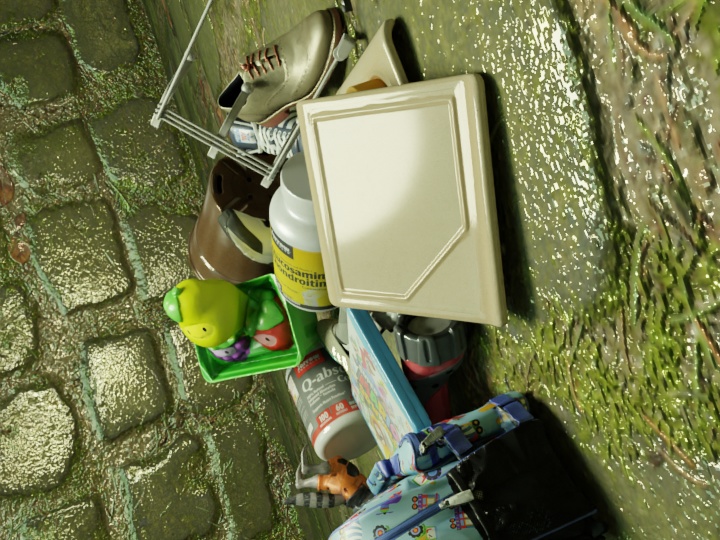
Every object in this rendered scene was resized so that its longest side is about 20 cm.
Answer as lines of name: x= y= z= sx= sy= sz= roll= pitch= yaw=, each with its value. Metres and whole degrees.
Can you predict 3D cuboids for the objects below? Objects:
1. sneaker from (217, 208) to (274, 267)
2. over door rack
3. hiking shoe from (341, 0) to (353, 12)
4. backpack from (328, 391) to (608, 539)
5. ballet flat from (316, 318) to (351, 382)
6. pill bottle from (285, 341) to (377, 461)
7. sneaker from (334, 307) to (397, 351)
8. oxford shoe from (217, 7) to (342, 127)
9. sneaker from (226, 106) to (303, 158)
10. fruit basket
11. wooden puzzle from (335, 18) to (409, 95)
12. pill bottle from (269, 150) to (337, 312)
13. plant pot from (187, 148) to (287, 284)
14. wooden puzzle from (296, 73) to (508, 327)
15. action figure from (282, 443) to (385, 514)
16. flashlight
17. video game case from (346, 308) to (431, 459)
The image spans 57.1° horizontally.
sneaker: x=-0.112 y=-0.046 z=0.914 sx=0.200 sy=0.080 sz=0.074 roll=29 pitch=-161 yaw=-50
over door rack: x=-0.111 y=-0.198 z=0.680 sx=0.200 sy=0.148 sz=0.067 roll=-52 pitch=18 yaw=35
hiking shoe: x=-0.057 y=-0.319 z=0.586 sx=0.101 sy=0.076 sz=0.200 roll=103 pitch=145 yaw=-55
backpack: x=0.058 y=0.205 z=0.522 sx=0.135 sy=0.200 sz=0.183 roll=61 pitch=162 yaw=26
ballet flat: x=0.001 y=0.114 z=0.915 sx=0.200 sy=0.067 sz=0.062 roll=51 pitch=126 yaw=45
pill bottle: x=-0.048 y=0.182 z=1.019 sx=0.116 sy=0.116 sz=0.200 roll=89 pitch=157 yaw=-45
sneaker: x=0.007 y=0.031 z=0.711 sx=0.079 sy=0.074 sz=0.200 roll=40 pitch=155 yaw=0
oxford shoe: x=-0.091 y=-0.218 z=0.727 sx=0.200 sy=0.075 sz=0.071 roll=-33 pitch=64 yaw=49
sneaker: x=-0.106 y=-0.171 z=0.851 sx=0.200 sy=0.108 sz=0.070 roll=-127 pitch=24 yaw=-50
fruit basket: x=-0.185 y=0.079 z=0.954 sx=0.216 sy=0.215 sz=0.156 roll=162 pitch=93 yaw=-74
wooden puzzle: x=0.017 y=-0.103 z=0.622 sx=0.185 sy=0.046 sz=0.200 roll=162 pitch=90 yaw=-75
pill bottle: x=-0.051 y=-0.046 z=0.794 sx=0.200 sy=0.112 sz=0.112 roll=94 pitch=153 yaw=-54
plant pot: x=-0.169 y=-0.078 z=1.047 sx=0.200 sy=0.200 sz=0.198 roll=67 pitch=156 yaw=20
wooden puzzle: x=0.031 y=-0.054 z=0.537 sx=0.200 sy=0.037 sz=0.185 roll=6 pitch=111 yaw=45
action figure: x=-0.004 y=0.325 z=0.929 sx=0.200 sy=0.193 sz=0.105 roll=108 pitch=-175 yaw=-47
flashlight: x=0.078 y=0.124 z=0.636 sx=0.068 sy=0.068 sz=0.200 roll=44 pitch=153 yaw=56
video game case: x=0.025 y=0.138 z=0.676 sx=0.200 sy=0.018 sz=0.143 roll=89 pitch=156 yaw=-55
